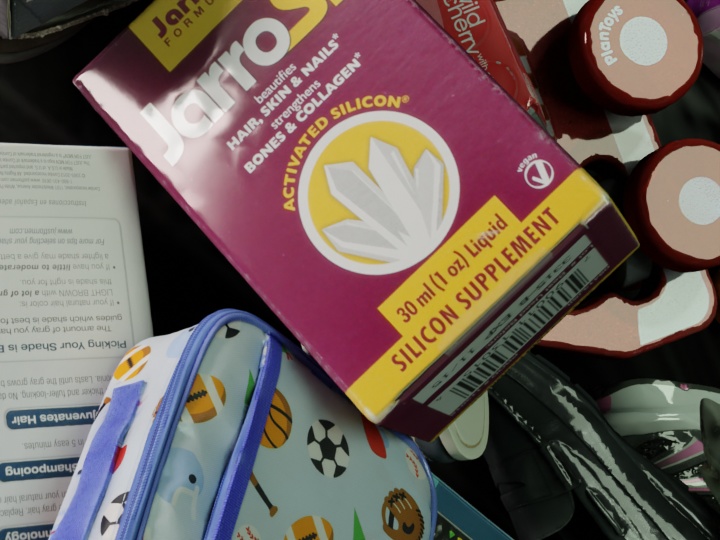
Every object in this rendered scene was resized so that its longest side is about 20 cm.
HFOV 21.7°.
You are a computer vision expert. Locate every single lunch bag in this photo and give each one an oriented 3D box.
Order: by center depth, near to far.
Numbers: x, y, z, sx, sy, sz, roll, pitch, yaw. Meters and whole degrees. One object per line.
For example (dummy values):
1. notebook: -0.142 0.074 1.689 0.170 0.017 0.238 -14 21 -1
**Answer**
1. lunch bag: -0.053 0.124 0.726 0.160 0.076 0.200 42 47 -32

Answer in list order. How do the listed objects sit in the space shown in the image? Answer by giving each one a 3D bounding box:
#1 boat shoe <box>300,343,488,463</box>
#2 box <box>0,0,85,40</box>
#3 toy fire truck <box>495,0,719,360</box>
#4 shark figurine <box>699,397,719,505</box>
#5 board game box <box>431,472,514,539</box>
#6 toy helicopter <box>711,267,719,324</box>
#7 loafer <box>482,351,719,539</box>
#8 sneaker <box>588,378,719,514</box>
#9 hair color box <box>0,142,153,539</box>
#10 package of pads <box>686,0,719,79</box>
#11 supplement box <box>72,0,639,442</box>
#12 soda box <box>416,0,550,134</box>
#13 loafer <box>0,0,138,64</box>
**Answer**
1. boat shoe: 0.000 0.000 0.871 0.200 0.062 0.075 67 19 5
2. box: -0.129 -0.186 0.791 0.161 0.049 0.200 36 49 22
3. toy fire truck: 0.092 -0.047 0.952 0.168 0.112 0.200 -18 89 -15
4. shark figurine: 0.250 0.153 0.909 0.214 0.089 0.128 46 19 -32
5. board game box: 0.007 0.196 0.846 0.151 0.047 0.200 41 57 -22
6. toy helicopter: 0.294 -0.022 1.076 0.200 0.079 0.132 12 53 -10
7. loafer: 0.096 0.102 0.910 0.201 0.068 0.070 42 69 -1
8. sneaker: 0.203 0.112 1.009 0.200 0.080 0.086 9 81 -25
9. hair color box: -0.137 0.051 0.766 0.100 0.061 0.200 0 78 -39
10. package of pads: 0.285 -0.135 1.127 0.200 0.076 0.121 34 58 -25
11. supplement box: 0.001 -0.045 0.790 0.200 0.131 0.103 47 5 18
12. soda box: 0.019 -0.143 0.890 0.063 0.070 0.200 44 23 -75
13. loafer: -0.111 -0.155 0.834 0.200 0.071 0.073 -35 99 -38
